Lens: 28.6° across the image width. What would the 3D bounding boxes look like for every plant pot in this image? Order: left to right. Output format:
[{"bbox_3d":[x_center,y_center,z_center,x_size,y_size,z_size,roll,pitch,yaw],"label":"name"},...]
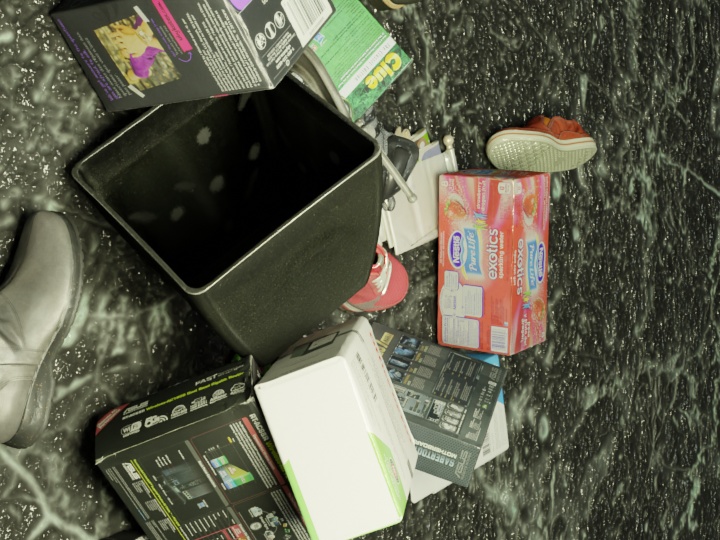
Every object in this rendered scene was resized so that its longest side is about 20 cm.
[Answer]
[{"bbox_3d":[-0.098,-0.040,1.232,0.199,0.200,0.178,-38,144,-16],"label":"plant pot"}]

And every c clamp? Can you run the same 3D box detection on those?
[{"bbox_3d":[-0.042,-0.126,1.262,0.027,0.199,0.172,-36,105,-21],"label":"c clamp"}]

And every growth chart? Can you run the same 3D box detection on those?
[{"bbox_3d":[0.061,-0.092,1.601,0.199,0.018,0.147,-17,102,-51],"label":"growth chart"}]

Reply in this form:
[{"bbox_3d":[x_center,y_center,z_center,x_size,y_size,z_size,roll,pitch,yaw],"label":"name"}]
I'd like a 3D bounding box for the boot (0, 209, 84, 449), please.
[{"bbox_3d":[-0.294,0.034,1.104,0.131,0.069,0.203,22,68,-44],"label":"boot"}]

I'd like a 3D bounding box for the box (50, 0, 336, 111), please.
[{"bbox_3d":[-0.141,-0.218,1.194,0.123,0.198,0.107,-54,129,-37],"label":"box"}]

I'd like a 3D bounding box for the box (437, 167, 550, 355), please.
[{"bbox_3d":[0.153,-0.013,1.632,0.094,0.102,0.203,-14,107,-55],"label":"box"}]

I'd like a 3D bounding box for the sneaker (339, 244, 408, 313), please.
[{"bbox_3d":[0.000,0.000,1.462,0.199,0.086,0.075,22,73,-49],"label":"sneaker"}]

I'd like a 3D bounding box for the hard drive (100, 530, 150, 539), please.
[{"bbox_3d":[-0.246,0.315,1.181,0.199,0.037,0.142,-15,102,-52],"label":"hard drive"}]

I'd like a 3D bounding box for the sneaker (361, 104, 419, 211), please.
[{"bbox_3d":[0.001,-0.154,1.471,0.113,0.075,0.203,-6,98,-44],"label":"sneaker"}]

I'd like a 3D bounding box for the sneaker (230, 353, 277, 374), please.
[{"bbox_3d":[-0.059,0.152,1.394,0.084,0.076,0.202,-38,119,-41],"label":"sneaker"}]

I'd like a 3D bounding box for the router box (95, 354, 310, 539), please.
[{"bbox_3d":[-0.122,0.185,1.238,0.062,0.148,0.201,-100,167,-54],"label":"router box"}]

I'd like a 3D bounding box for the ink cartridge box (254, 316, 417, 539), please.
[{"bbox_3d":[-0.016,0.135,1.235,0.200,0.083,0.147,-52,121,-81],"label":"ink cartridge box"}]

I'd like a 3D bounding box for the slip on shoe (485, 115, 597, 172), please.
[{"bbox_3d":[0.222,-0.162,1.782,0.199,0.074,0.062,-7,60,-46],"label":"slip on shoe"}]

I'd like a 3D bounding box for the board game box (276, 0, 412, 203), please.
[{"bbox_3d":[-0.048,-0.172,1.377,0.105,0.023,0.200,46,74,-13],"label":"board game box"}]

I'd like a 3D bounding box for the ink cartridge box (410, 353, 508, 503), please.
[{"bbox_3d":[0.083,0.173,1.583,0.199,0.067,0.118,-19,104,-51],"label":"ink cartridge box"}]

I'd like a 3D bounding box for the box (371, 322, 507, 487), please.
[{"bbox_3d":[0.057,0.131,1.430,0.200,0.156,0.052,-55,164,-68],"label":"box"}]

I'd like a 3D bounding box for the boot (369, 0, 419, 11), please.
[{"bbox_3d":[0.043,-0.374,1.486,0.201,0.137,0.078,55,50,-35],"label":"boot"}]
